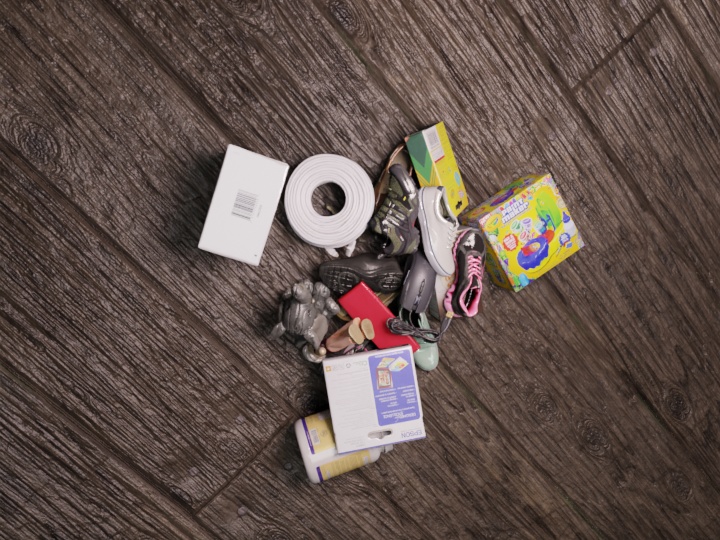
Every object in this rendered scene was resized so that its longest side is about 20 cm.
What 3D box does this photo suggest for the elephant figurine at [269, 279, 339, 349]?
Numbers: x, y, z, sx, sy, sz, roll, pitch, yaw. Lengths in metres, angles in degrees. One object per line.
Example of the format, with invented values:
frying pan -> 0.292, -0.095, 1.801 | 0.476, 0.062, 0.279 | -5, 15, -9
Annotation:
elephant figurine -> -0.129, 0.099, 1.203 | 0.141, 0.200, 0.156 | -25, 98, 13

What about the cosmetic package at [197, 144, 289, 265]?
cosmetic package -> -0.235, -0.133, 1.151 | 0.122, 0.200, 0.201 | 17, 94, -12

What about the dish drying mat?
dish drying mat -> 0.042, 0.117, 1.260 | 0.077, 0.018, 0.200 | -39, 102, 14

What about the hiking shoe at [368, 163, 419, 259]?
hiking shoe -> 0.067, -0.119, 1.197 | 0.100, 0.076, 0.202 | -15, 114, -16

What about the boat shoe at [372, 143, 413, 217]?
boat shoe -> 0.070, -0.189, 1.258 | 0.075, 0.072, 0.202 | 16, 82, -3

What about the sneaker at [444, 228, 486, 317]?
sneaker -> 0.243, 0.010, 1.255 | 0.078, 0.095, 0.202 | 7, 96, -12

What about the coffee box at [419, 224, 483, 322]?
coffee box -> 0.210, 0.005, 1.336 | 0.113, 0.080, 0.202 | -13, 101, -10

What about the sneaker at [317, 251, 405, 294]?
sneaker -> 0.000, 0.000, 1.280 | 0.198, 0.091, 0.076 | 6, 130, -18

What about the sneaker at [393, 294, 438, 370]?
sneaker -> 0.127, 0.153, 1.315 | 0.073, 0.118, 0.202 | -19, 100, 9

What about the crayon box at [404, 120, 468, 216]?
crayon box -> 0.172, -0.217, 1.270 | 0.050, 0.127, 0.202 | -13, 105, 32

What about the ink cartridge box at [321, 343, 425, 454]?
ink cartridge box -> 0.028, 0.274, 1.238 | 0.196, 0.047, 0.202 | -9, 92, -5

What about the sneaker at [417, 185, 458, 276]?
sneaker -> 0.171, -0.081, 1.213 | 0.073, 0.070, 0.202 | -37, 114, -48

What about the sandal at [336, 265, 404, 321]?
sandal -> 0.034, 0.061, 1.317 | 0.199, 0.054, 0.080 | -32, 61, -17

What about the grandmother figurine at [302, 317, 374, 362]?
grandmother figurine -> -0.056, 0.156, 1.255 | 0.121, 0.199, 0.061 | -4, 73, -45

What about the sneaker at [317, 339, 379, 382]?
sneaker -> -0.009, 0.188, 1.312 | 0.199, 0.086, 0.081 | -36, 103, -5

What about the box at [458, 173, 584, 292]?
box -> 0.372, -0.091, 1.338 | 0.199, 0.122, 0.193 | -34, 103, -6

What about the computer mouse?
computer mouse -> 0.149, 0.057, 1.240 | 0.139, 0.046, 0.202 | 22, 77, -12

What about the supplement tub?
supplement tub -> -0.040, 0.381, 1.305 | 0.198, 0.145, 0.147 | -17, 102, -10

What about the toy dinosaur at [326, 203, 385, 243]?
toy dinosaur -> 0.023, -0.106, 1.295 | 0.198, 0.047, 0.089 | -2, 84, -12

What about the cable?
cable -> -0.069, -0.149, 1.231 | 0.199, 0.069, 0.201 | 30, 95, 4
